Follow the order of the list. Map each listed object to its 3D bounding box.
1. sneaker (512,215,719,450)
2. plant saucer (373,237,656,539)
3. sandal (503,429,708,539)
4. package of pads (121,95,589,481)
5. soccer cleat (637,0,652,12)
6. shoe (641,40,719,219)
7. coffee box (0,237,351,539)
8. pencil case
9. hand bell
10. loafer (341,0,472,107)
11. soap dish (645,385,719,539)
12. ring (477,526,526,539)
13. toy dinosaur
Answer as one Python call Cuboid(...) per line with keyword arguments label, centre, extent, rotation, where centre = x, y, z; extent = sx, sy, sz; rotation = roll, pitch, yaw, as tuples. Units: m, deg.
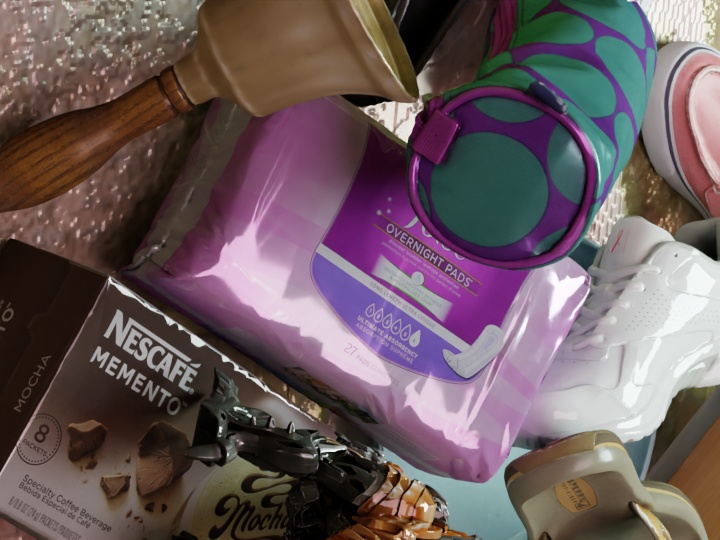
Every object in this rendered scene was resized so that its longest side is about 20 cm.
Cuboid(label="sneaker", centre=(0.130, 0.026, 1.444), extent=(0.200, 0.078, 0.100), rotation=(-27, 109, -45))
Cuboid(label="plant saucer", centre=(0.073, 0.075, 1.467), extent=(0.200, 0.036, 0.201), rotation=(-9, 104, -41))
Cuboid(label="sandal", centre=(0.125, 0.136, 1.423), extent=(0.080, 0.054, 0.200), rotation=(-26, 151, 9))
Cuboid(label="package of pads", centre=(0.000, 0.000, 1.325), extent=(0.200, 0.076, 0.121), rotation=(34, 76, -26))
Cuboid(label="soccer cleat", centre=(0.130, -0.153, 1.438), extent=(0.085, 0.069, 0.201), rotation=(15, 87, -33))
Cuboid(label="shoe", centre=(0.226, -0.040, 1.535), extent=(0.071, 0.091, 0.200), rotation=(-47, 127, -21))
Cuboid(label="coffee box", centre=(-0.098, 0.085, 1.297), extent=(0.200, 0.080, 0.113), rotation=(38, 77, -41))
Cuboid(label="pencil case", centre=(0.081, -0.075, 1.299), extent=(0.092, 0.200, 0.085), rotation=(42, 114, -5))
Cuboid(label="hand bell", centre=(-0.086, -0.075, 1.232), extent=(0.200, 0.104, 0.104), rotation=(-26, 126, 10))
Cuboid(label="loafer", centre=(0.046, -0.156, 1.367), extent=(0.200, 0.063, 0.072), rotation=(-54, 130, -15))
Cuboid(label="soap dish", centre=(0.257, 0.124, 1.580), extent=(0.200, 0.081, 0.157), rotation=(17, 116, -44))
Cuboid(label="ring", centre=(0.070, 0.234, 1.524), extent=(0.200, 0.019, 0.201), rotation=(-12, 109, -37))
Cuboid(label="toy dinosaur", centre=(-0.010, 0.105, 1.228), extent=(0.200, 0.135, 0.102), rotation=(95, 10, -73))
